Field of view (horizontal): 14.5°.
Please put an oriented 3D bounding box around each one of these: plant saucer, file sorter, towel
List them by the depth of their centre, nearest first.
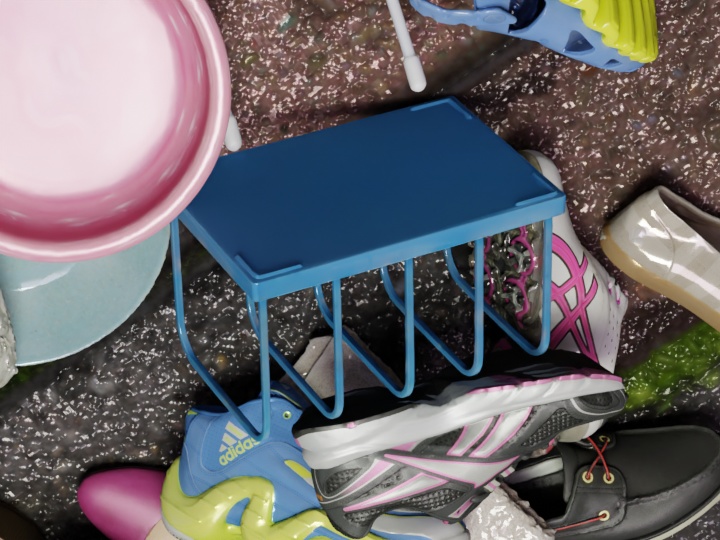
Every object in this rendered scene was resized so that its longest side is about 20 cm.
[{"bbox_3d":[-0.172,-0.107,1.604,0.199,0.051,0.202,0,107,-1],"label":"plant saucer"},{"bbox_3d":[0.000,0.000,1.666,0.199,0.139,0.123,-16,125,-22],"label":"file sorter"},{"bbox_3d":[-0.215,-0.038,1.711,0.200,0.039,0.202,-2,117,-4],"label":"plant saucer"},{"bbox_3d":[0.013,0.144,1.785,0.200,0.034,0.133,43,109,6],"label":"towel"}]

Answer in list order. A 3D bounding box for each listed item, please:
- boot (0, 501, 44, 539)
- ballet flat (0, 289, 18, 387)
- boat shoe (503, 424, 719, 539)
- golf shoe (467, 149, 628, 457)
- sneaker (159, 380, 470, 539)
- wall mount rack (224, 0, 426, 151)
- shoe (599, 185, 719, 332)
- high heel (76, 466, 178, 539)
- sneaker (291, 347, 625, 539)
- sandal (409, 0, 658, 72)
[{"bbox_3d":[-0.247,0.242,1.826,0.155,0.074,0.200,-39,118,8],"label":"boot"},{"bbox_3d":[-0.259,-0.002,1.666,0.071,0.072,0.201,-16,117,2],"label":"ballet flat"},{"bbox_3d":[0.142,0.139,1.814,0.200,0.074,0.063,-15,140,5],"label":"boat shoe"},{"bbox_3d":[0.120,0.012,1.763,0.092,0.073,0.201,-21,119,-27],"label":"golf shoe"},{"bbox_3d":[-0.028,0.124,1.738,0.199,0.076,0.106,5,96,14],"label":"sneaker"},{"bbox_3d":[-0.047,-0.173,1.640,0.199,0.075,0.174,-17,126,4],"label":"wall mount rack"},{"bbox_3d":[0.243,0.011,1.765,0.199,0.070,0.053,29,118,-17],"label":"shoe"},{"bbox_3d":[-0.090,0.191,1.808,0.199,0.096,0.068,23,112,-17],"label":"high heel"},{"bbox_3d":[0.061,0.105,1.692,0.199,0.080,0.087,-12,105,-5],"label":"sneaker"},{"bbox_3d":[0.098,-0.165,1.644,0.087,0.080,0.200,-24,146,37],"label":"sandal"}]
